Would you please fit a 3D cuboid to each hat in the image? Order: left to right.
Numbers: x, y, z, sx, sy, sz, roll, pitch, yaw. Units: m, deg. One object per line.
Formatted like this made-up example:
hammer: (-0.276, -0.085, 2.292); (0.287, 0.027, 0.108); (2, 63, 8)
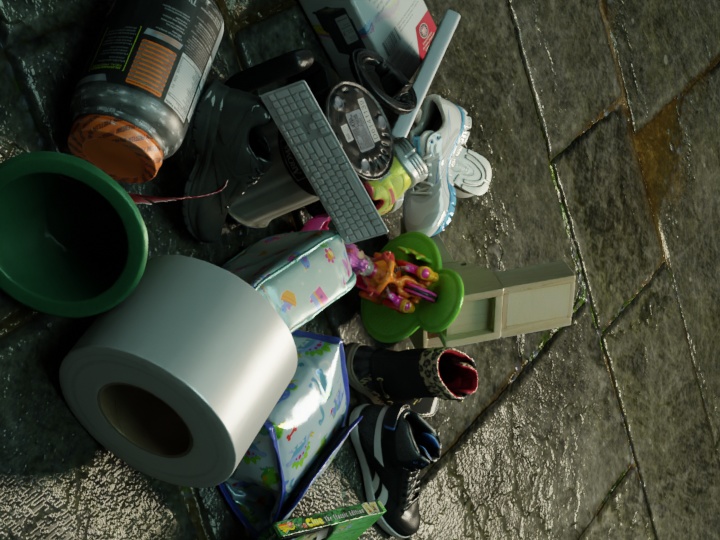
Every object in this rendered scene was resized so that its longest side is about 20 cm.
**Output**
hat: (-0.273, -0.058, 1.335); (0.200, 0.166, 0.176); (35, 21, -11)

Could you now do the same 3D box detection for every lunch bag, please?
lunch bag: (-0.111, 0.024, 1.487); (0.200, 0.160, 0.077); (-35, 109, -43)
lunch bag: (-0.087, 0.192, 1.533); (0.170, 0.127, 0.200); (-49, 144, -44)

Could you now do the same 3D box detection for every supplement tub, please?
supplement tub: (-0.227, -0.200, 1.385); (0.123, 0.122, 0.200); (43, 54, -42)

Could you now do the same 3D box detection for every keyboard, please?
keyboard: (-0.037, -0.114, 1.428); (0.200, 0.056, 0.011); (60, 37, -26)

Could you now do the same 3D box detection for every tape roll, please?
tape roll: (-0.183, 0.103, 1.341); (0.203, 0.203, 0.139); (60, 42, -29)

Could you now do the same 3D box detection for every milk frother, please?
milk frother: (-0.049, -0.161, 1.556); (0.200, 0.188, 0.181); (-1, 76, -52)

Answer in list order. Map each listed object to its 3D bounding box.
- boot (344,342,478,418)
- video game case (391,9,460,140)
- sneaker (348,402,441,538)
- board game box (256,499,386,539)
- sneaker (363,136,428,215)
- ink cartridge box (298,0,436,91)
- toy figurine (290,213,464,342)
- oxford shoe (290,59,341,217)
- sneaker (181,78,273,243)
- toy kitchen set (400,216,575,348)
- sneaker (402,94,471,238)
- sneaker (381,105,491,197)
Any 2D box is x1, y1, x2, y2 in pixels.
boot: (0.085, 0.148, 1.734); (0.200, 0.151, 0.073); (41, 56, -44)
video game case: (0.064, -0.210, 1.700); (0.023, 0.182, 0.200); (25, 67, -1)
sneaker: (0.062, 0.266, 1.723); (0.073, 0.112, 0.200); (-42, 119, -46)
board game box: (-0.063, 0.320, 1.565); (0.200, 0.105, 0.023); (1, 46, -54)
sneaker: (0.008, -0.099, 1.609); (0.090, 0.200, 0.078); (-38, 87, -20)
ink cartridge box: (0.007, -0.348, 1.748); (0.200, 0.083, 0.146); (60, 44, -29)
toy figurine: (0.000, 0.000, 1.636); (0.184, 0.200, 0.150); (22, 90, -36)
oxford shoe: (-0.037, -0.162, 1.678); (0.084, 0.073, 0.200); (4, 85, -62)
sneaker: (-0.144, -0.109, 1.458); (0.076, 0.091, 0.200); (-75, 178, -53)
toy kitchen set: (0.161, 0.035, 1.780); (0.200, 0.180, 0.163); (-116, -159, -53)
sneaker: (0.085, -0.140, 1.746); (0.087, 0.075, 0.200); (33, 64, -54)
sneaker: (0.087, -0.162, 1.848); (0.200, 0.080, 0.076); (37, 72, -22)
